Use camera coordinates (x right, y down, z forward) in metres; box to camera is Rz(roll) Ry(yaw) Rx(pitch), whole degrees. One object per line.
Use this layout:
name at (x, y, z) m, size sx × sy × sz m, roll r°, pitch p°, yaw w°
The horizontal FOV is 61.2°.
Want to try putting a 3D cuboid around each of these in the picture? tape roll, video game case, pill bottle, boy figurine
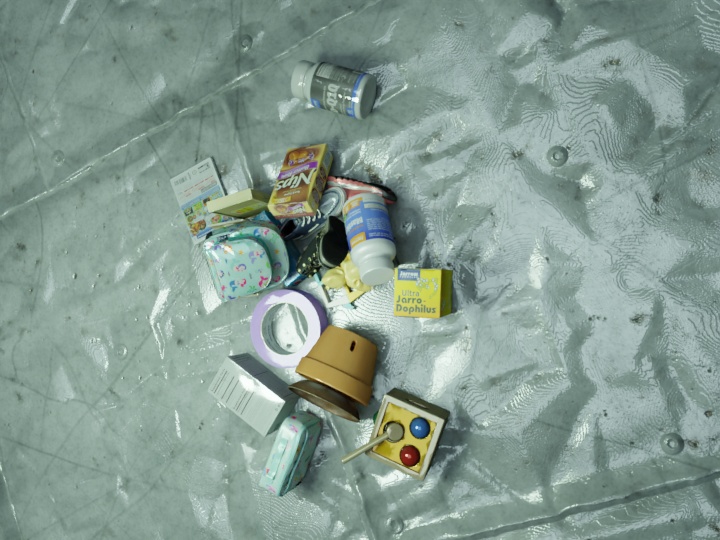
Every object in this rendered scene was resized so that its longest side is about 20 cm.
tape roll at (-0.187, 0.151, 1.596) m, size 0.197 × 0.066 × 0.204 m, roll 0°, pitch 89°, yaw 15°
video game case at (-0.439, -0.193, 1.699) m, size 0.142 × 0.018 × 0.203 m, roll -24°, pitch 82°, yaw 14°
pill bottle at (-0.069, -0.463, 1.546) m, size 0.197 × 0.114 × 0.116 m, roll 19°, pitch 94°, yaw 16°
boy figurine at (0.000, 0.000, 1.523) m, size 0.198 × 0.064 × 0.126 m, roll -26°, pitch 83°, yaw 2°
pill bottle at (0.024, -0.073, 1.447) m, size 0.111 × 0.112 × 0.203 m, roll -19°, pitch 60°, yaw 15°

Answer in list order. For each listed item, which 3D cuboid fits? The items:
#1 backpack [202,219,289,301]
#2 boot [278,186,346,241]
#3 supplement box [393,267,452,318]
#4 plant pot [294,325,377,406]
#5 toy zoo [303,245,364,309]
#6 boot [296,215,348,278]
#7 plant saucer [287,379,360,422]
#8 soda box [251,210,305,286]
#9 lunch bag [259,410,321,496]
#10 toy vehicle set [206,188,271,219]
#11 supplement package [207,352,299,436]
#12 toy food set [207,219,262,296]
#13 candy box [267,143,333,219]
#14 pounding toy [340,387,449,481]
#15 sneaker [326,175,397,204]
backpack at (-0.274, -0.028, 1.493) m, size 0.197 × 0.151 × 0.180 m, roll -16°, pitch 110°, yaw -10°
boot at (-0.123, -0.137, 1.540) m, size 0.200 × 0.090 × 0.073 m, roll -40°, pitch 80°, yaw 30°
supplement box at (0.151, 0.051, 1.429) m, size 0.107 × 0.200 × 0.112 m, roll 1°, pitch 89°, yaw 16°
plant pot at (-0.045, 0.227, 1.498) m, size 0.197 × 0.200 × 0.142 m, roll 21°, pitch 75°, yaw 15°
toy zoo at (-0.056, 0.008, 1.582) m, size 0.130 × 0.020 × 0.203 m, roll -25°, pitch 83°, yaw 14°
boot at (-0.098, -0.028, 1.482) m, size 0.073 × 0.205 × 0.154 m, roll 31°, pitch 119°, yaw -17°
plant saucer at (-0.084, 0.318, 1.508) m, size 0.198 × 0.201 × 0.037 m, roll 21°, pitch 70°, yaw 16°
soda box at (-0.212, -0.057, 1.604) m, size 0.064 × 0.068 × 0.201 m, roll -35°, pitch 80°, yaw 15°
lunch bag at (-0.175, 0.465, 1.537) m, size 0.076 × 0.160 × 0.203 m, roll 20°, pitch 94°, yaw 16°
toy vehicle set at (-0.291, -0.167, 1.561) m, size 0.122 × 0.200 × 0.027 m, roll -15°, pitch 85°, yaw 14°
supplement package at (-0.277, 0.320, 1.594) m, size 0.199 × 0.114 × 0.110 m, roll 34°, pitch 97°, yaw 15°
toy food set at (-0.334, -0.030, 1.608) m, size 0.142 × 0.060 × 0.203 m, roll -6°, pitch 99°, yaw 36°
candy box at (-0.149, -0.226, 1.537) m, size 0.115 × 0.057 × 0.202 m, roll -3°, pitch 55°, yaw 23°
pounding toy at (0.086, 0.401, 1.471) m, size 0.197 × 0.142 × 0.187 m, roll 20°, pitch 94°, yaw 15°
sneaker at (0.001, -0.184, 1.553) m, size 0.197 × 0.074 × 0.088 m, roll 16°, pitch 104°, yaw 23°
